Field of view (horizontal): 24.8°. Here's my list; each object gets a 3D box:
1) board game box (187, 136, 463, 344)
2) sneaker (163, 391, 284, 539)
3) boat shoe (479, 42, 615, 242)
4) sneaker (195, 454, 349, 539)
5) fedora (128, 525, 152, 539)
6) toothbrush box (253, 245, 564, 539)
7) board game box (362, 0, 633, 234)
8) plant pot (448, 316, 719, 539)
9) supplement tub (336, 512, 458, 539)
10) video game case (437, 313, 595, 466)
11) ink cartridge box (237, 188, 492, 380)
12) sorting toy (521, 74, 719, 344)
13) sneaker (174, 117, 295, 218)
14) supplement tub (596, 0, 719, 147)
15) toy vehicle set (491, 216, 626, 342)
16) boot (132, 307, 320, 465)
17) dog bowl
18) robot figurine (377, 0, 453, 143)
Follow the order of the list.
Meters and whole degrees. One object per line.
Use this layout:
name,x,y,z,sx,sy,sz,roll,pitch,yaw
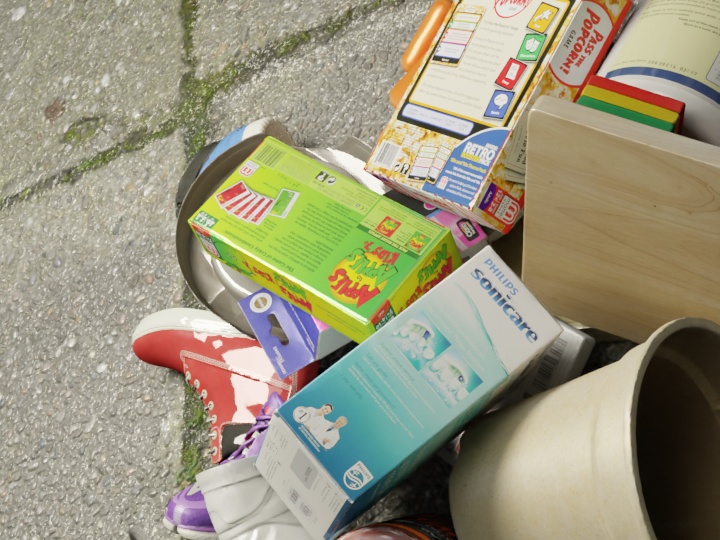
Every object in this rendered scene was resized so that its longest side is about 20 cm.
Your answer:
board game box,-0.029,-0.022,1.289,0.200,0.048,0.102,29,69,34
sneaker,-0.079,0.145,1.309,0.200,0.084,0.081,-33,34,-33
boat shoe,0.149,-0.103,1.316,0.070,0.066,0.200,50,121,42
sneaker,-0.019,0.185,1.249,0.074,0.200,0.116,-37,68,62
fedora,-0.104,0.273,1.280,0.090,0.177,0.200,-21,28,-13
toothbrush box,0.031,0.091,1.162,0.200,0.146,0.085,-38,79,-22
board game box,0.102,-0.141,1.260,0.151,0.046,0.200,26,87,54
plant pot,0.168,0.148,1.124,0.183,0.200,0.201,-16,55,41
supplement tub,0.028,0.228,1.145,0.107,0.200,0.107,-1,86,17
video game case,0.082,0.076,1.303,0.200,0.018,0.144,32,103,42
ink cartridge box,0.000,0.000,1.316,0.200,0.037,0.095,-31,51,-2
sorting toy,0.220,-0.033,1.154,0.200,0.199,0.070,20,52,20
sneaker,-0.120,-0.037,1.514,0.111,0.077,0.201,-17,63,37
supplement tub,0.262,-0.150,1.232,0.145,0.145,0.200,8,54,39
toy vehicle set,0.174,-0.004,1.306,0.200,0.027,0.125,-6,61,34
boot,-0.135,0.113,1.438,0.200,0.072,0.145,3,67,34
dog bowl,-0.055,-0.025,1.401,0.199,0.059,0.201,-4,63,9
robot figurine,0.104,-0.156,1.388,0.200,0.117,0.144,-45,32,5
